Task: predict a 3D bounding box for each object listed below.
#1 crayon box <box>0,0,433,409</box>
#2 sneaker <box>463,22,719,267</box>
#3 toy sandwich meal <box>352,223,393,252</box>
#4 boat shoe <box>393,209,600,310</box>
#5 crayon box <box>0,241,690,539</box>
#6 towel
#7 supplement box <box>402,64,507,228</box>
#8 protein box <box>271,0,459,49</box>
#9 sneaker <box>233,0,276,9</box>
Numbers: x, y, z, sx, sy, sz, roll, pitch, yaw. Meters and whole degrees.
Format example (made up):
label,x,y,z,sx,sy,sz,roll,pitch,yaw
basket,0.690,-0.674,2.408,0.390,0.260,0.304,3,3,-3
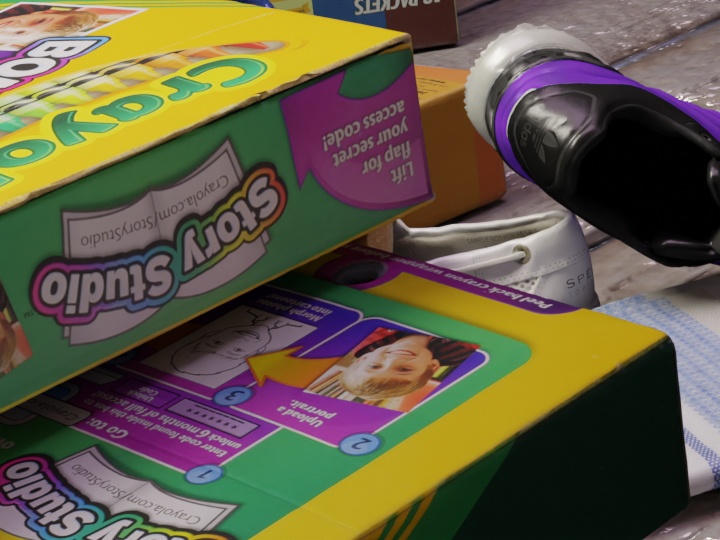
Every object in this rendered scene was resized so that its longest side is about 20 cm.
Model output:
label,x,y,z,sx,sy,sz,roll,pitch,yaw
crayon box,-0.111,-0.024,0.665,0.200,0.058,0.172,-27,27,-35
sneaker,0.140,-0.029,0.949,0.200,0.070,0.100,17,19,-29
toy sandwich meal,-0.085,-0.021,0.890,0.204,0.206,0.070,-8,-12,-1
boat shoe,0.000,0.000,0.975,0.199,0.070,0.071,-3,21,13
crayon box,-0.043,0.053,0.632,0.200,0.058,0.172,16,35,43
towel,0.104,0.051,0.870,0.199,0.024,0.147,-16,24,-17
supplement box,-0.022,-0.040,1.099,0.069,0.067,0.200,13,27,43
protein box,-0.030,-0.253,1.483,0.134,0.201,0.199,-9,20,-6
sneaker,-0.126,-0.088,0.972,0.200,0.088,0.075,-9,53,-32
